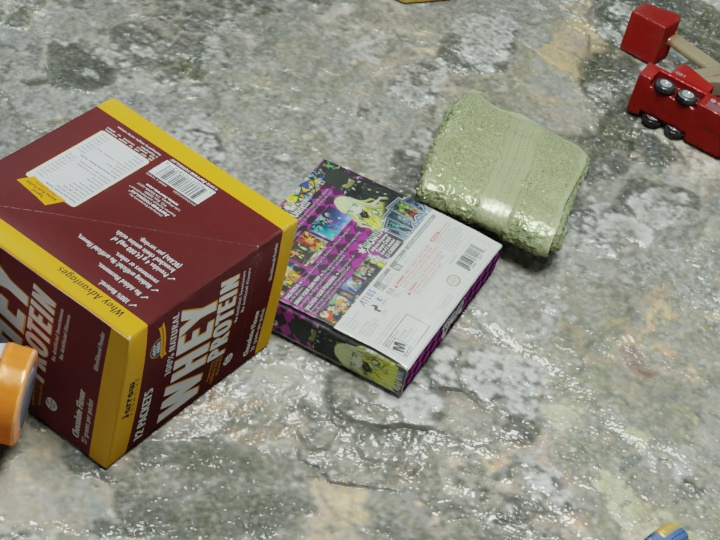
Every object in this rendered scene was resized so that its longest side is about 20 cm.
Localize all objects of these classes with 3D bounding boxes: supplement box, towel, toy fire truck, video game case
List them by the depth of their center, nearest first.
[{"bbox_3d":[-0.191,0.004,1.450,0.197,0.133,0.200,33,43,20],"label":"supplement box"},{"bbox_3d":[0.000,0.000,1.594,0.180,0.036,0.200,26,40,12],"label":"video game case"},{"bbox_3d":[0.130,-0.091,1.724,0.147,0.037,0.200,24,34,2],"label":"towel"},{"bbox_3d":[0.338,-0.184,1.911,0.199,0.049,0.141,30,41,16],"label":"toy fire truck"}]

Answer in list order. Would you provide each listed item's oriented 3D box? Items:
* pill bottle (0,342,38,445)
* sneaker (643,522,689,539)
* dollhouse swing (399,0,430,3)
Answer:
[{"bbox_3d":[-0.332,0.069,1.349,0.198,0.107,0.107,13,39,-3],"label":"pill bottle"},{"bbox_3d":[0.191,0.262,1.336,0.088,0.075,0.200,39,50,10],"label":"sneaker"},{"bbox_3d":[0.030,-0.398,1.941,0.174,0.201,0.182,6,40,-10],"label":"dollhouse swing"}]
